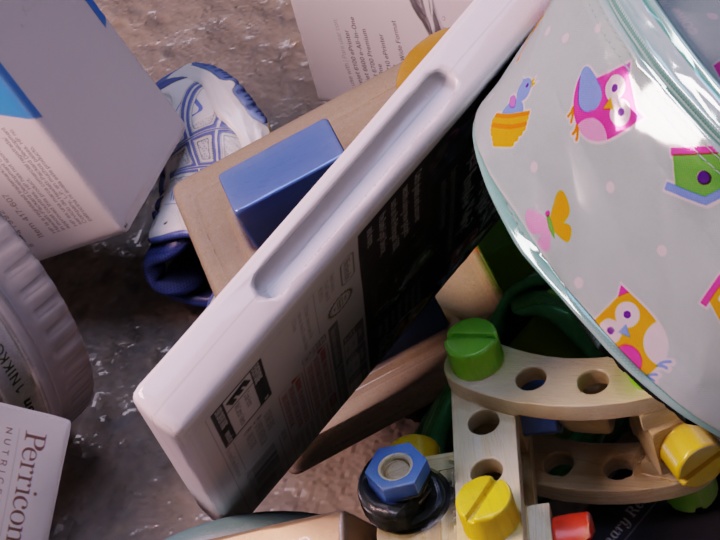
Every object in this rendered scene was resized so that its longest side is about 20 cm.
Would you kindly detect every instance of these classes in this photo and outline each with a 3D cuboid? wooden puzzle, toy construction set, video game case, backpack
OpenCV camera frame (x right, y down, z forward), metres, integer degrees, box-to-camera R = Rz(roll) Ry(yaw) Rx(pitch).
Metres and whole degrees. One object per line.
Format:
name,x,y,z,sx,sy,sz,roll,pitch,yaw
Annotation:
wooden puzzle,0.020,-0.029,0.849,0.185,0.046,0.200,-28,42,2
toy construction set,0.065,0.082,0.611,0.131,0.092,0.200,-10,28,9
video game case,0.000,0.000,0.689,0.023,0.200,0.182,39,79,11
backpack,0.140,-0.034,0.596,0.199,0.154,0.176,-3,49,-38

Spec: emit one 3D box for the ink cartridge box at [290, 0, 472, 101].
ink cartridge box,0.084,-0.150,1.051,0.199,0.084,0.145,9,45,30

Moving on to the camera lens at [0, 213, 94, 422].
camera lens,-0.232,0.061,0.849,0.160,0.160,0.200,25,54,40

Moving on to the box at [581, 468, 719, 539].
box,0.169,0.129,0.661,0.200,0.105,0.148,20,52,38

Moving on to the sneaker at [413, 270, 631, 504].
sneaker,0.093,0.019,0.731,0.074,0.084,0.200,39,87,8

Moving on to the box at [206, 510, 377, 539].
box,-0.044,0.184,0.633,0.121,0.032,0.201,-15,67,20

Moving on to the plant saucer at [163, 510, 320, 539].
plant saucer,-0.041,0.175,0.670,0.199,0.027,0.201,-9,67,21

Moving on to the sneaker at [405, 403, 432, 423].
sneaker,0.100,0.012,0.853,0.199,0.076,0.077,-2,45,16

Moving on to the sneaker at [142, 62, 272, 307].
sneaker,-0.075,-0.033,0.975,0.088,0.075,0.200,-28,39,-14

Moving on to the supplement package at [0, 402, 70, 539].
supplement package,-0.219,0.086,0.693,0.117,0.199,0.117,-11,67,58

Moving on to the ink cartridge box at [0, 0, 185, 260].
ink cartridge box,-0.209,-0.071,0.969,0.199,0.146,0.084,-15,34,34
